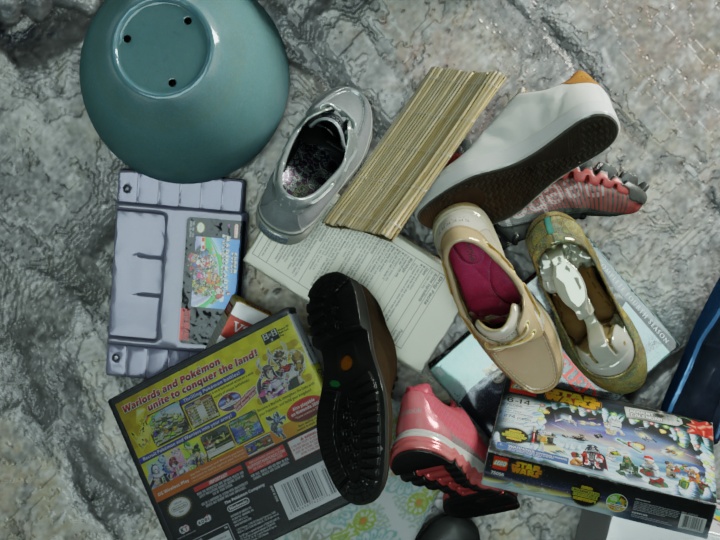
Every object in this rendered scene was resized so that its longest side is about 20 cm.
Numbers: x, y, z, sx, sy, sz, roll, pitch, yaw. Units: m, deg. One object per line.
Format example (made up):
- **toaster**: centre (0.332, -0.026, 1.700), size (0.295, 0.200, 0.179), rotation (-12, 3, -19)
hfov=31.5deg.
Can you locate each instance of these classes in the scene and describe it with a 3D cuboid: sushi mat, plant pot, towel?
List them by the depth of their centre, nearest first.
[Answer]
- **sushi mat**: centre (0.048, -0.111, 1.159), size (0.201, 0.095, 0.012), rotation (-55, 128, -20)
- **plant pot**: centre (-0.169, -0.187, 1.159), size (0.198, 0.135, 0.202), rotation (0, 87, 2)
- **towel**: centre (-0.017, 0.210, 1.218), size (0.170, 0.048, 0.201), rotation (26, 96, -21)

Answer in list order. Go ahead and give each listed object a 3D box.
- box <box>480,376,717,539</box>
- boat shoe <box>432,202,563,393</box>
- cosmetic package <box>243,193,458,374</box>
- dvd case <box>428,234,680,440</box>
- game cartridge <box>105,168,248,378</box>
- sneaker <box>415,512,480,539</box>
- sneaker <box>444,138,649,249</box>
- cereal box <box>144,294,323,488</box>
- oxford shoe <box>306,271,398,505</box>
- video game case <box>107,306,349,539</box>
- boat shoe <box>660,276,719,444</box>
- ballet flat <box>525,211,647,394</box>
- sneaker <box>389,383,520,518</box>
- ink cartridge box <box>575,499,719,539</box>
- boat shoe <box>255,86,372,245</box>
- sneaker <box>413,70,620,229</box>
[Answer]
- **box**: centre (0.216, 0.163, 1.147), size (0.198, 0.137, 0.040), rotation (12, 116, 8)
- **boat shoe**: centre (0.121, 0.038, 1.136), size (0.073, 0.069, 0.201), rotation (-27, 111, 17)
- **cosmetic package**: centre (0.000, 0.000, 1.209), size (0.199, 0.071, 0.106), rotation (34, 93, 0)
- **dvd case**: centre (0.185, 0.083, 1.232), size (0.200, 0.022, 0.146), rotation (-41, 91, 4)
- **game cartridge**: centre (-0.177, 0.007, 1.239), size (0.128, 0.038, 0.202), rotation (5, 95, 7)
- **sneaker**: centre (0.058, 0.330, 1.225), size (0.074, 0.089, 0.201), rotation (26, 94, 2)
- **sneaker**: centre (0.167, -0.064, 1.197), size (0.198, 0.071, 0.099), rotation (8, 94, 4)
- **cereal box**: centre (-0.102, 0.142, 1.225), size (0.143, 0.040, 0.201), rotation (25, 96, -16)
- **oxford shoe**: centre (0.007, 0.105, 1.120), size (0.072, 0.084, 0.202), rotation (-14, 69, 30)
- **video game case**: centre (-0.110, 0.158, 1.164), size (0.199, 0.025, 0.182), rotation (-27, 83, 12)
- **boat shoe**: centre (0.349, 0.068, 1.202), size (0.068, 0.084, 0.202), rotation (23, 111, 5)
- **ballet flat**: centre (0.207, 0.041, 1.161), size (0.070, 0.071, 0.201), rotation (-27, 108, 4)
- **sneaker**: centre (0.094, 0.165, 1.174), size (0.073, 0.200, 0.088), rotation (-15, 56, 25)
- **ink cartridge box**: centre (0.302, 0.292, 1.180), size (0.198, 0.147, 0.148), rotation (13, 95, 1)
- **boat shoe**: centre (-0.031, -0.109, 1.149), size (0.070, 0.202, 0.072), rotation (29, 140, -2)
- **sneaker**: centre (0.133, -0.106, 1.141), size (0.199, 0.085, 0.073), rotation (-28, 136, 17)
